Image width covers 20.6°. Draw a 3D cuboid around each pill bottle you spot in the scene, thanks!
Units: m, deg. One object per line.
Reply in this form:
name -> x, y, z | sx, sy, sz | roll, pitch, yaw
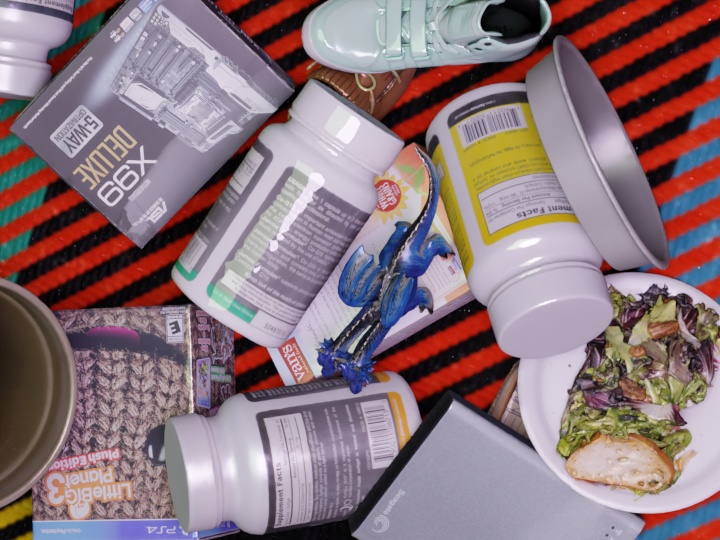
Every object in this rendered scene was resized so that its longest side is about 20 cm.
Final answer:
pill bottle -> -0.057, -0.047, 1.612 | 0.113, 0.113, 0.200 | 36, 97, 16
pill bottle -> 0.129, -0.039, 1.579 | 0.114, 0.114, 0.201 | -24, 60, 16
pill bottle -> -0.054, 0.152, 1.619 | 0.199, 0.116, 0.117 | -8, 85, -15
pill bottle -> -0.312, -0.256, 1.760 | 0.119, 0.120, 0.201 | 7, 90, 18

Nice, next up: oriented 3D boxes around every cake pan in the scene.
cake pan -> 0.183, -0.086, 1.547 | 0.037, 0.200, 0.201 | -25, 81, 17

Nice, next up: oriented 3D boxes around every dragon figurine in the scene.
dragon figurine -> 0.023, 0.008, 1.571 | 0.059, 0.099, 0.201 | 31, 127, 17

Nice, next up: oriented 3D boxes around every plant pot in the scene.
plant pot -> -0.362, 0.092, 1.661 | 0.173, 0.199, 0.201 | 12, 92, 57

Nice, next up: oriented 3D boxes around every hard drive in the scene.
hard drive -> 0.109, 0.202, 1.592 | 0.200, 0.033, 0.140 | 33, 103, -17

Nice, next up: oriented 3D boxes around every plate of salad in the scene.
plate of salad -> 0.225, 0.093, 1.574 | 0.199, 0.048, 0.201 | 1, 69, -2

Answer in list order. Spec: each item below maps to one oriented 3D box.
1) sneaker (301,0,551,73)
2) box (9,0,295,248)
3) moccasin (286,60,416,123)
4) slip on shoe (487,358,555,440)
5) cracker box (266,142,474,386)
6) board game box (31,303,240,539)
sneaker -> 0.056, -0.204, 1.598 | 0.199, 0.118, 0.074 | -3, 88, -9
box -> -0.180, -0.144, 1.716 | 0.200, 0.050, 0.158 | -44, 103, 12
moccasin -> -0.014, -0.154, 1.678 | 0.074, 0.078, 0.202 | 42, 100, 16
slip on shoe -> 0.123, 0.164, 1.630 | 0.076, 0.061, 0.201 | 24, 95, 18
cracker box -> 0.000, 0.000, 1.680 | 0.199, 0.058, 0.134 | -30, 78, 14
board game box -> -0.197, 0.133, 1.719 | 0.159, 0.097, 0.201 | -4, 87, 18
